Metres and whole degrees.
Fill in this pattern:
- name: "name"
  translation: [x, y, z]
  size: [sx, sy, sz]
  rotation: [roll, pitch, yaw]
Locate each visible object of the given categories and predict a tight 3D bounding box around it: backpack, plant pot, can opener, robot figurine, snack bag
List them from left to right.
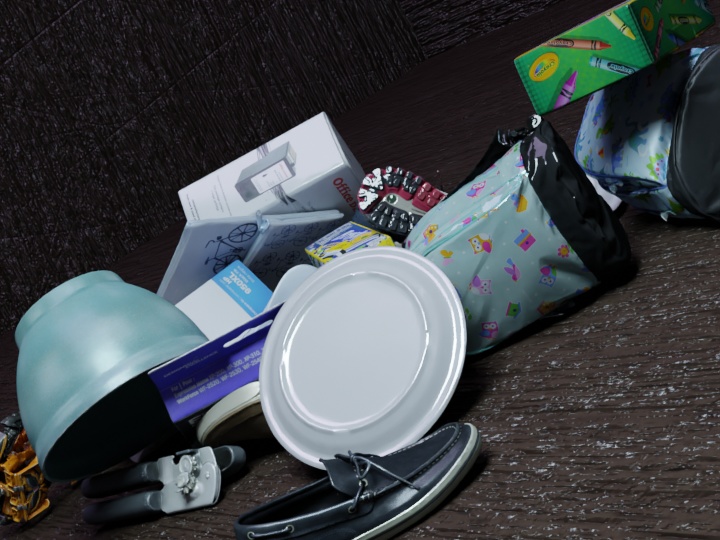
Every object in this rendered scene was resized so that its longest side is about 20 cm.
- name: "robot figurine"
  translation: [-0.343, 0.198, 1.436]
  size: [0.058, 0.146, 0.200]
  rotation: [20, 41, 24]
- name: "plant pot"
  translation: [-0.248, 0.087, 1.227]
  size: [0.199, 0.135, 0.201]
  rotation: [-33, -18, -12]
- name: "can opener"
  translation: [-0.191, 0.209, 1.222]
  size: [0.198, 0.053, 0.066]
  rotation: [-19, -19, 37]
- name: "snack bag"
  translation: [-0.136, -0.005, 1.479]
  size: [0.198, 0.022, 0.189]
  rotation: [-4, -33, -30]
- name: "backpack"
  translation: [0.123, -0.018, 1.151]
  size: [0.199, 0.168, 0.127]
  rotation: [-32, 12, 19]
- name: "backpack"
  translation: [0.292, -0.127, 1.213]
  size: [0.152, 0.165, 0.200]
  rotation: [14, 0, -1]

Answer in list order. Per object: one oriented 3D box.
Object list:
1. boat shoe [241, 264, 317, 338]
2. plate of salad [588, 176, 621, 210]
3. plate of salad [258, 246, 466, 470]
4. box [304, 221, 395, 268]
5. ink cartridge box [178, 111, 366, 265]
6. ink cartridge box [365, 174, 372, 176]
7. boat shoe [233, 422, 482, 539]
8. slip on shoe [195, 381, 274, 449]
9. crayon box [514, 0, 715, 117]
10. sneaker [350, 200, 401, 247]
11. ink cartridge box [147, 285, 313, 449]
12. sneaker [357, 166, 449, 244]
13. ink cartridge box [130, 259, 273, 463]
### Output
- name: "boat shoe"
  translation: [-0.102, 0.088, 1.372]
  size: [0.203, 0.074, 0.086]
  rotation: [-60, -6, -11]
- name: "plate of salad"
  translation: [0.185, -0.062, 1.382]
  size: [0.197, 0.049, 0.201]
  rotation: [-10, 24, 5]
- name: "plate of salad"
  translation: [0.003, 0.075, 1.088]
  size: [0.198, 0.048, 0.203]
  rotation: [-14, 60, 25]
- name: "box"
  translation: [0.000, 0.000, 1.330]
  size: [0.064, 0.071, 0.200]
  rotation: [-32, 12, -6]
- name: "ink cartridge box"
  translation: [-0.090, -0.077, 1.504]
  size: [0.198, 0.085, 0.146]
  rotation: [-27, -30, 7]
- name: "ink cartridge box"
  translation: [-0.017, -0.052, 1.670]
  size: [0.144, 0.084, 0.200]
  rotation: [-27, -5, 9]
- name: "boat shoe"
  translation: [-0.002, 0.159, 0.920]
  size: [0.198, 0.063, 0.075]
  rotation: [-29, 10, -6]
- name: "slip on shoe"
  translation: [-0.061, 0.128, 1.179]
  size: [0.198, 0.061, 0.076]
  rotation: [-26, -19, 10]
- name: "crayon box"
  translation: [0.235, -0.209, 1.165]
  size: [0.118, 0.059, 0.200]
  rotation: [-22, 7, 36]
- name: "sneaker"
  translation: [0.009, -0.048, 1.473]
  size: [0.199, 0.085, 0.075]
  rotation: [-27, 10, 40]
- name: "ink cartridge box"
  translation: [-0.092, 0.094, 1.225]
  size: [0.196, 0.044, 0.200]
  rotation: [-28, -19, -7]
- name: "sneaker"
  translation: [0.093, -0.045, 1.281]
  size: [0.081, 0.198, 0.075]
  rotation: [-63, -5, -8]
- name: "ink cartridge box"
  translation: [-0.192, 0.101, 1.428]
  size: [0.200, 0.084, 0.145]
  rotation: [-39, -14, -38]
